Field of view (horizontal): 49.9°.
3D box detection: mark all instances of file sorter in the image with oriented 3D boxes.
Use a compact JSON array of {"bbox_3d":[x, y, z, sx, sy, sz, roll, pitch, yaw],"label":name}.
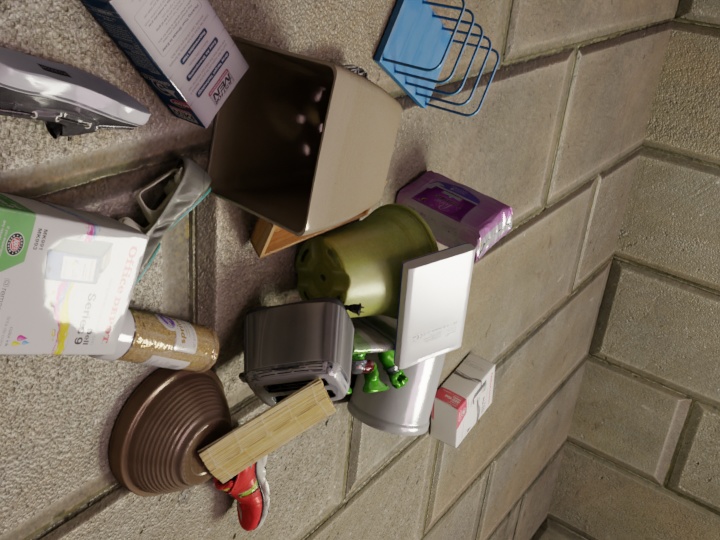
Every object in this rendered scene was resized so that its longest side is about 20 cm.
[{"bbox_3d":[0.138,-0.365,1.307,0.199,0.122,0.141,24,88,-60],"label":"file sorter"}]

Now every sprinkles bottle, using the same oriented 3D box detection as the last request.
[{"bbox_3d":[-0.265,0.089,0.994,0.199,0.068,0.069,26,87,-61],"label":"sprinkles bottle"}]

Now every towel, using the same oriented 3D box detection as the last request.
[{"bbox_3d":[0.017,0.093,1.343,0.198,0.149,0.031,-1,114,-45],"label":"towel"}]

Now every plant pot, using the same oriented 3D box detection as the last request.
[{"bbox_3d":[-0.247,0.238,1.097,0.200,0.092,0.203,-36,138,-42],"label":"plant pot"},{"bbox_3d":[-0.060,-0.173,1.006,0.176,0.198,0.203,-7,115,-49],"label":"plant pot"},{"bbox_3d":[0.000,0.000,1.275,0.183,0.199,0.203,-13,120,-43],"label":"plant pot"}]

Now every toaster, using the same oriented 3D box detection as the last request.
[{"bbox_3d":[-0.086,0.124,1.164,0.114,0.197,0.131,66,19,-52],"label":"toaster"}]

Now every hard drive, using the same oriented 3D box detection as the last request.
[{"bbox_3d":[0.119,0.060,1.269,0.130,0.025,0.202,-16,129,-26],"label":"hard drive"}]

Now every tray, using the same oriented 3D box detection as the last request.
[{"bbox_3d":[-0.062,-0.089,1.145,0.198,0.037,0.099,-23,164,-29],"label":"tray"}]

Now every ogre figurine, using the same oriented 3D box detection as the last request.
[{"bbox_3d":[-0.010,0.160,1.398,0.098,0.196,0.122,-174,-97,-88],"label":"ogre figurine"}]

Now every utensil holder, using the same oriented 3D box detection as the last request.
[{"bbox_3d":[0.078,0.199,1.532,0.169,0.168,0.203,0,108,-58],"label":"utensil holder"}]

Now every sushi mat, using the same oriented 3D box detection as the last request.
[{"bbox_3d":[-0.129,0.227,1.099,0.198,0.012,0.096,-31,142,-11],"label":"sushi mat"}]

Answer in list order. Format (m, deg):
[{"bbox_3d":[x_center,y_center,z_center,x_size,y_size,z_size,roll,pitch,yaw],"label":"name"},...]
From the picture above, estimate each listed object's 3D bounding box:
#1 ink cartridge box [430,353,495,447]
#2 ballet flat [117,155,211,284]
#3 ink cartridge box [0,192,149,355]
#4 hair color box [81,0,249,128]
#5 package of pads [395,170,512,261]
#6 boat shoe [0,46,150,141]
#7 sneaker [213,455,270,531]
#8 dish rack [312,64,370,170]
[{"bbox_3d":[0.268,0.336,2.016,0.200,0.084,0.147,-42,141,-41],"label":"ink cartridge box"},{"bbox_3d":[-0.258,-0.056,0.933,0.064,0.067,0.201,47,65,-28],"label":"ballet flat"},{"bbox_3d":[-0.335,0.006,0.807,0.199,0.087,0.147,12,98,-62],"label":"ink cartridge box"},{"bbox_3d":[-0.211,-0.263,0.859,0.101,0.060,0.200,-58,149,-16],"label":"hair color box"},{"bbox_3d":[0.174,-0.105,1.459,0.120,0.199,0.076,-36,143,-37],"label":"package of pads"},{"bbox_3d":[-0.301,-0.164,0.778,0.067,0.070,0.199,-56,156,16],"label":"boat shoe"},{"bbox_3d":[-0.202,0.347,1.278,0.084,0.076,0.203,-19,119,-39],"label":"sneaker"},{"bbox_3d":[-0.046,-0.209,1.178,0.153,0.054,0.203,-29,130,-49],"label":"dish rack"}]
